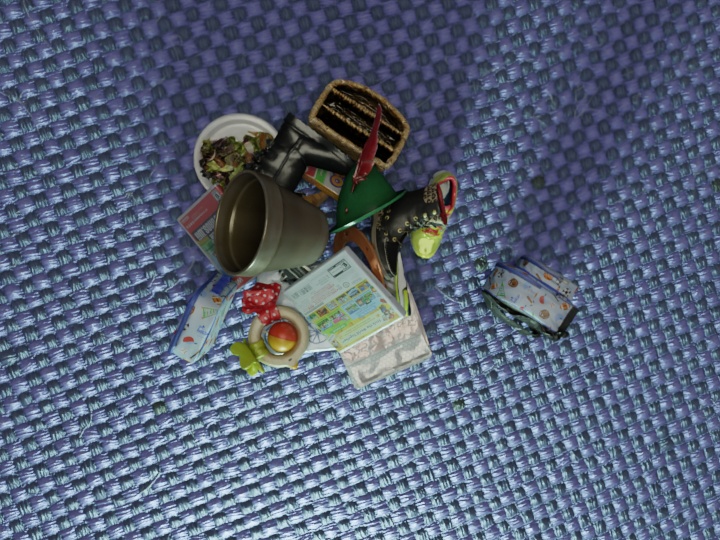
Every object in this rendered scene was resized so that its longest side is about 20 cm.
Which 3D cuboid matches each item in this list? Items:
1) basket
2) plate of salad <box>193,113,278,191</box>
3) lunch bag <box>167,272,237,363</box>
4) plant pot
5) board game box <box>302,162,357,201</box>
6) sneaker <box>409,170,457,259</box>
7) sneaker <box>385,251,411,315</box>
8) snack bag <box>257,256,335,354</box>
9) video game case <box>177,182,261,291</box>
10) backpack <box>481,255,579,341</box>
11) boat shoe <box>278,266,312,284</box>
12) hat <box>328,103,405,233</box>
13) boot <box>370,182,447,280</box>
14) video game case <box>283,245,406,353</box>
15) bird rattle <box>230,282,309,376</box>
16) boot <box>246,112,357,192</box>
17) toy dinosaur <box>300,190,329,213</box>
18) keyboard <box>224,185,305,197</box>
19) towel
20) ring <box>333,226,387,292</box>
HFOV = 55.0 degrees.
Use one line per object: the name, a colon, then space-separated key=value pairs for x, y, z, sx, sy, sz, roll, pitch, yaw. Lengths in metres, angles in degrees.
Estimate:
basket: x=0.003 y=-0.310 z=1.438 sx=0.199 sy=0.149 sz=0.143 roll=32 pitch=90 yaw=-7
plate of salad: x=-0.248 y=-0.236 z=1.450 sx=0.199 sy=0.048 sz=0.201 roll=2 pitch=83 yaw=-14
lunch bag: x=-0.316 y=0.088 z=1.408 sx=0.075 sy=0.200 sz=0.161 roll=24 pitch=104 yaw=-6
plant pot: x=-0.164 y=-0.080 z=1.345 sx=0.173 sy=0.200 sz=0.201 roll=9 pitch=94 yaw=-40
board game box: x=-0.053 y=-0.205 z=1.475 sx=0.200 sy=0.030 sz=0.096 roll=34 pitch=63 yaw=-6
sneaker: x=0.161 y=-0.122 z=1.498 sx=0.078 sy=0.090 sz=0.201 roll=14 pitch=94 yaw=-9
sneaker: x=0.054 y=0.005 z=1.489 sx=0.080 sy=0.074 sz=0.201 roll=-11 pitch=75 yaw=1
snack bag: x=-0.133 y=0.080 z=1.501 sx=0.187 sy=0.021 sz=0.201 roll=-6 pitch=88 yaw=2
video game case: x=-0.280 y=-0.066 z=1.449 sx=0.143 sy=0.017 sz=0.200 roll=-34 pitch=98 yaw=33
backpack: x=0.361 y=0.053 z=1.490 sx=0.190 sy=0.200 sz=0.155 roll=25 pitch=86 yaw=-1
boat shoe: x=-0.143 y=0.006 z=1.459 sx=0.199 sy=0.073 sz=0.062 roll=33 pitch=85 yaw=-1
hat: x=-0.016 y=-0.195 z=1.357 sx=0.199 sy=0.166 sz=0.177 roll=-29 pitch=100 yaw=2
boot: x=0.101 y=-0.087 z=1.425 sx=0.150 sy=0.073 sz=0.201 roll=-13 pitch=58 yaw=20
video game case: x=-0.035 y=0.064 z=1.401 sx=0.200 sy=0.023 sz=0.182 roll=-33 pitch=105 yaw=37
bird rattle: x=-0.188 y=0.128 z=1.462 sx=0.162 sy=0.113 sz=0.201 roll=17 pitch=75 yaw=-9
boot: x=-0.121 y=-0.205 z=1.406 sx=0.198 sy=0.073 sz=0.163 roll=35 pitch=96 yaw=-7
toy dinosaur: x=-0.106 y=-0.137 z=1.463 sx=0.199 sy=0.060 sz=0.107 roll=-28 pitch=94 yaw=-15
keyboard: x=-0.219 y=-0.129 z=1.488 sx=0.199 sy=0.040 sz=0.105 roll=8 pitch=80 yaw=-12
towel: x=0.042 y=0.141 z=1.533 sx=0.199 sy=0.032 sz=0.192 roll=-23 pitch=96 yaw=-5
ring: x=0.000 y=0.000 z=1.441 sx=0.019 sy=0.200 sz=0.201 roll=-18 pitch=96 yaw=-25
